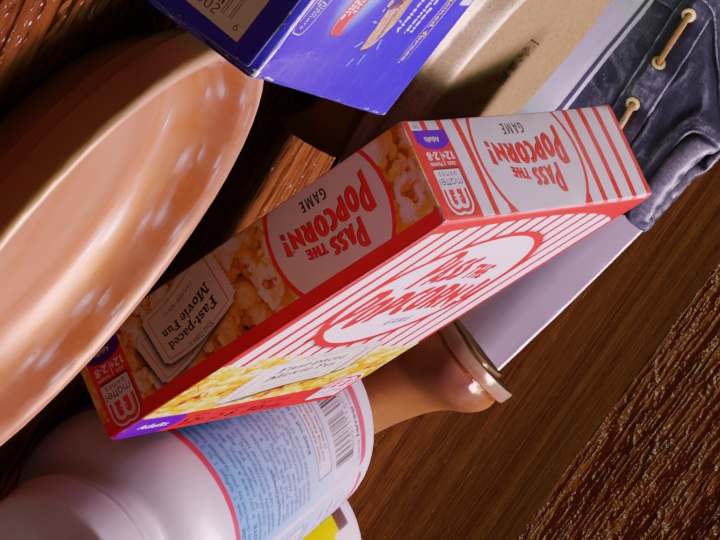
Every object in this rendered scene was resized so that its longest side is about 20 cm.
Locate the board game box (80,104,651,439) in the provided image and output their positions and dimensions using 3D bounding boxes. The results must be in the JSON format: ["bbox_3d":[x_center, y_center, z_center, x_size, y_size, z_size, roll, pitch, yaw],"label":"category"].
[{"bbox_3d":[0.000,0.000,1.201,0.200,0.046,0.151,-34,165,36],"label":"board game box"}]

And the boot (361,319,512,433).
[{"bbox_3d":[-0.015,0.076,1.458,0.155,0.074,0.200,-40,-165,-10],"label":"boot"}]

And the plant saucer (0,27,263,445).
[{"bbox_3d":[-0.110,-0.008,0.995,0.200,0.037,0.200,-49,169,-12],"label":"plant saucer"}]

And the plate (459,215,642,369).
[{"bbox_3d":[0.098,-0.028,1.657,0.200,0.032,0.200,-44,-163,2],"label":"plate"}]

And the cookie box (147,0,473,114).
[{"bbox_3d":[0.012,-0.140,0.938,0.171,0.075,0.200,-52,170,7],"label":"cookie box"}]

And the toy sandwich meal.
[{"bbox_3d":[0.043,-0.114,1.215,0.205,0.070,0.205,-45,169,-11],"label":"toy sandwich meal"}]

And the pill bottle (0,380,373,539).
[{"bbox_3d":[-0.084,0.099,1.293,0.200,0.109,0.109,-35,162,-55],"label":"pill bottle"}]

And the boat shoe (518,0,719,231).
[{"bbox_3d":[0.171,-0.116,1.459,0.200,0.091,0.071,-50,170,-4],"label":"boat shoe"}]

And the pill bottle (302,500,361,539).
[{"bbox_3d":[-0.092,0.184,1.570,0.200,0.109,0.109,-41,166,-47],"label":"pill bottle"}]

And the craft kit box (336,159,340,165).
[{"bbox_3d":[0.061,-0.094,1.436,0.200,0.048,0.198,-42,170,-41],"label":"craft kit box"}]
